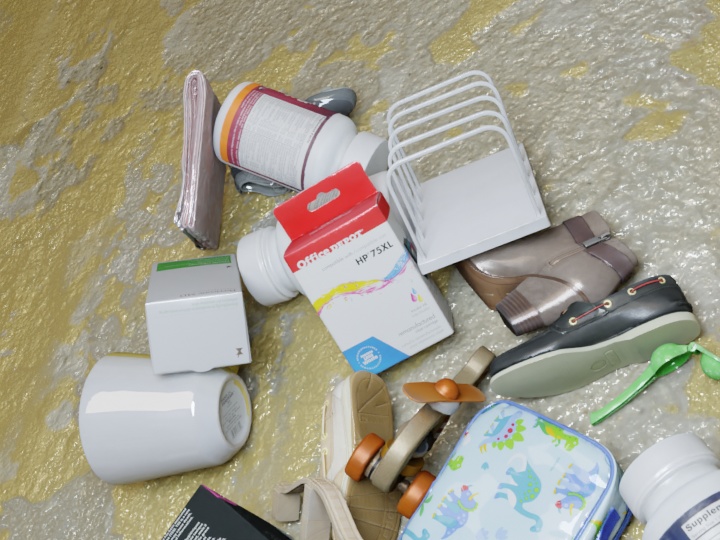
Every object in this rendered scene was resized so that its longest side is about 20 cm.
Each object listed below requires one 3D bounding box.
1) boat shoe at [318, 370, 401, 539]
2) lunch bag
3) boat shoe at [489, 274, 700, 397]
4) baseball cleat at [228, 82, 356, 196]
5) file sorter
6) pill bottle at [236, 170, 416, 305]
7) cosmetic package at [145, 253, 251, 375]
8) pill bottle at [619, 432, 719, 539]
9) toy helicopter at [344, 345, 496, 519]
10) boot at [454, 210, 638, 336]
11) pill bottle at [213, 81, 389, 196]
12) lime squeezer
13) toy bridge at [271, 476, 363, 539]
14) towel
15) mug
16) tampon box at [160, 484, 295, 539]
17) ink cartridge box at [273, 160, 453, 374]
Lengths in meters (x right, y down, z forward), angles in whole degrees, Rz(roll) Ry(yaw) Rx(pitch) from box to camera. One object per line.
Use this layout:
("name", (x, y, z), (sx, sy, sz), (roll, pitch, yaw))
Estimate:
("boat shoe", (-0.007, 0.204, 1.007), (0.069, 0.074, 0.200), (-28, 51, 45))
("lunch bag", (0.136, 0.228, 0.880), (0.161, 0.082, 0.200), (22, 72, 42))
("boat shoe", (0.215, 0.065, 0.954), (0.201, 0.074, 0.063), (-22, 53, 9))
("baseball cleat", (-0.082, -0.163, 1.332), (0.200, 0.070, 0.107), (-29, 60, 19))
("file sorter", (0.104, -0.115, 1.070), (0.139, 0.125, 0.200), (-21, 25, 12))
("pill bottle", (-0.036, -0.030, 1.158), (0.200, 0.114, 0.114), (-19, 50, 21))
("cosmetic package", (-0.184, 0.046, 1.140), (0.107, 0.085, 0.200), (-7, 13, -9))
("pill bottle", (0.287, 0.224, 0.764), (0.111, 0.111, 0.200), (-37, 46, 5))
("toy helicopter", (0.075, 0.130, 0.954), (0.079, 0.132, 0.200), (33, 46, 16))
("boot", (0.186, -0.016, 1.045), (0.146, 0.070, 0.200), (-33, 44, -2))
("pill bottle", (-0.072, -0.152, 1.236), (0.200, 0.110, 0.110), (22, 70, 15))
("lime squeezer", (0.302, 0.097, 0.899), (0.200, 0.038, 0.071), (-7, 55, 28))
("toy bridge", (-0.041, 0.233, 0.960), (0.200, 0.027, 0.067), (-165, 79, -65))
("towel", (-0.198, -0.130, 1.256), (0.032, 0.200, 0.191), (4, 83, 0))
("mug", (-0.206, 0.145, 1.128), (0.153, 0.149, 0.187), (-6, 62, 20))
("tampon box", (-0.084, 0.315, 0.913), (0.200, 0.150, 0.126), (27, 76, 42))
("ink cartridge box", (0.000, 0.000, 1.054), (0.116, 0.200, 0.067), (-30, 12, 12))
